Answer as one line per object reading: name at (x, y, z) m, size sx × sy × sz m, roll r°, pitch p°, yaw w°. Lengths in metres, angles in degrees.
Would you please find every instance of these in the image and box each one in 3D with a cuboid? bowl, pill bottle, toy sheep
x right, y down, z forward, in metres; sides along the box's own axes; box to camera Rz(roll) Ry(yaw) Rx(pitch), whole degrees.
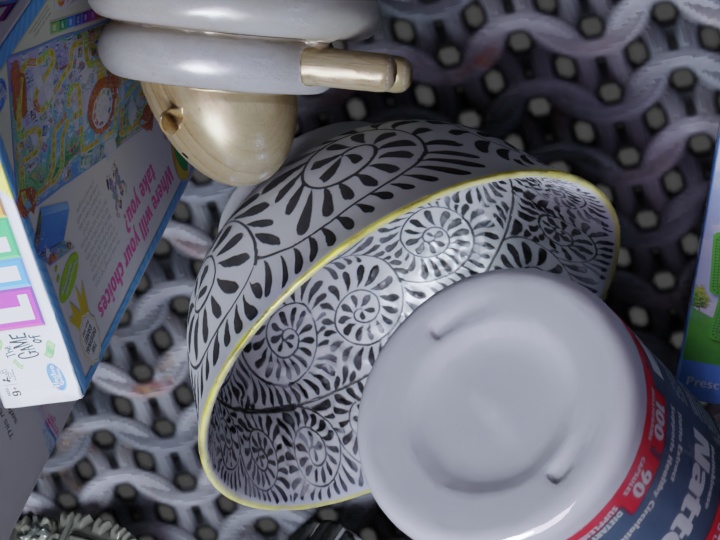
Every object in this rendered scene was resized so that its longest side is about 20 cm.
bowl at (0.000, 0.000, 1.085) m, size 0.094 × 0.201 × 0.201 m, roll 55°, pitch 126°, yaw 29°
pill bottle at (0.092, 0.089, 1.078) m, size 0.119 × 0.120 × 0.200 m, roll -17°, pitch 151°, yaw 20°
toy sheep at (-0.044, -0.133, 1.018) m, size 0.138 × 0.138 × 0.200 m, roll 6°, pitch 93°, yaw 8°

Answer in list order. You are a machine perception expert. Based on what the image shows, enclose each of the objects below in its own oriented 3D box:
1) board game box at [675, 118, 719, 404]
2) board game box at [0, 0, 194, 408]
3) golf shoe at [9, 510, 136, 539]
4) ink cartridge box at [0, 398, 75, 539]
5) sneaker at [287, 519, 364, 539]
board game box at (0.219, -0.025, 1.078) m, size 0.151 × 0.037 × 0.200 m, roll 9°, pitch 121°, yaw 7°
board game box at (-0.118, -0.056, 1.033) m, size 0.034 × 0.200 × 0.135 m, roll -8°, pitch 118°, yaw 16°
golf shoe at (-0.169, 0.183, 1.273) m, size 0.200 × 0.078 × 0.097 m, roll -22°, pitch 131°, yaw 29°
ink cartridge box at (-0.190, 0.024, 1.095) m, size 0.084 × 0.200 × 0.145 m, roll -14°, pitch 116°, yaw 18°
sneaker at (0.032, 0.170, 1.170) m, size 0.090 × 0.200 × 0.078 m, roll 42°, pitch 82°, yaw -26°
